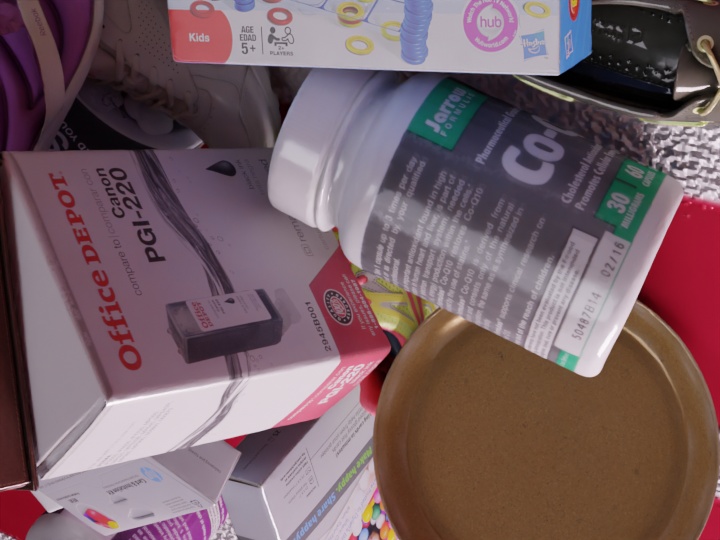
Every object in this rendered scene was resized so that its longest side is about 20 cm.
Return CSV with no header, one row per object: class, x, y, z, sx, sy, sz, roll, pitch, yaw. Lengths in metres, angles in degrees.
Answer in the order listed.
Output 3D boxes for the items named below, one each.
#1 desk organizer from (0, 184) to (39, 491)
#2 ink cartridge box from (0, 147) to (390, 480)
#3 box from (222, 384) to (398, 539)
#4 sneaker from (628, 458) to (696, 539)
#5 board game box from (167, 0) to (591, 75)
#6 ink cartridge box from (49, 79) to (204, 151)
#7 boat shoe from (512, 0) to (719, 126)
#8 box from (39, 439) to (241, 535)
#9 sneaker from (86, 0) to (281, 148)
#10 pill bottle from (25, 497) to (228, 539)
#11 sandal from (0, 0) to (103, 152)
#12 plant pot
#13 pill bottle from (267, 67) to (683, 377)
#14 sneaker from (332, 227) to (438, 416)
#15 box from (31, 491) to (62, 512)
desk organizer,-0.215,0.010,0.612,0.071,0.077,0.202,-7,90,46
ink cartridge box,-0.100,0.014,0.694,0.085,0.199,0.147,-44,66,39
box,-0.012,0.166,0.867,0.041,0.156,0.202,9,127,33
sneaker,0.134,0.156,0.819,0.200,0.078,0.090,-38,85,41
board game box,0.003,-0.193,0.583,0.198,0.056,0.198,5,111,23
ink cartridge box,-0.210,-0.112,0.774,0.198,0.200,0.043,47,131,-3
boat shoe,0.156,-0.099,0.610,0.200,0.060,0.073,18,131,26
box,-0.189,0.080,0.760,0.200,0.041,0.155,40,145,-18
sneaker,-0.132,-0.128,0.777,0.200,0.099,0.078,49,142,-4
pill bottle,-0.191,0.210,1.015,0.111,0.200,0.113,20,133,23
sandal,-0.191,-0.108,0.699,0.082,0.205,0.050,13,172,-1
plant pot,0.106,0.102,0.753,0.198,0.027,0.202,-1,86,12
pill bottle,0.058,-0.035,0.686,0.199,0.113,0.114,25,135,11
sneaker,0.000,0.000,0.785,0.078,0.090,0.201,-13,110,45
box,-0.161,0.067,0.916,0.199,0.152,0.107,-25,107,45
